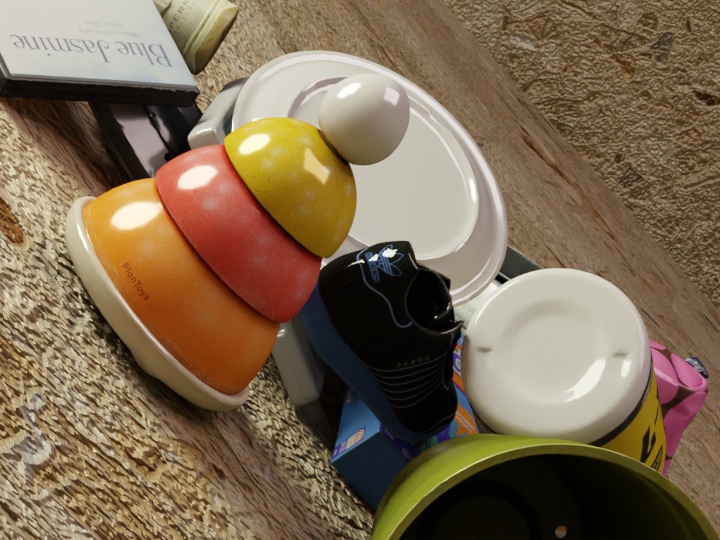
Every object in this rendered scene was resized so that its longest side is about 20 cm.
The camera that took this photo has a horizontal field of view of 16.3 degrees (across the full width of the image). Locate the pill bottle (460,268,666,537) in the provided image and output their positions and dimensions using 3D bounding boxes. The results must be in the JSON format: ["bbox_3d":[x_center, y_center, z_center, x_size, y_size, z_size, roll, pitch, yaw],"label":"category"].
[{"bbox_3d":[0.129,0.092,1.540,0.115,0.114,0.200,57,-6,29],"label":"pill bottle"}]

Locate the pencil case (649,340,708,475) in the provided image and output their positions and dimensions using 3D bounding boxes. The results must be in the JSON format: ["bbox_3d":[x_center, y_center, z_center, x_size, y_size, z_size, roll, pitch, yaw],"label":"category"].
[{"bbox_3d":[0.160,0.140,1.703,0.090,0.201,0.094,18,14,-33],"label":"pencil case"}]

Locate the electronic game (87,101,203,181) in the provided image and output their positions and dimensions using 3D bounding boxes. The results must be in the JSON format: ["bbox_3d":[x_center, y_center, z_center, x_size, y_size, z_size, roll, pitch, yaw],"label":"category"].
[{"bbox_3d":[-0.129,-0.081,1.627,0.201,0.041,0.200,56,10,-15],"label":"electronic game"}]

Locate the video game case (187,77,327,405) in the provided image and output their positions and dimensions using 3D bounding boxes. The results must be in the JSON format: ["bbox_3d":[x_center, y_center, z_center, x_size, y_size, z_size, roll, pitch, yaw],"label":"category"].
[{"bbox_3d":[-0.059,-0.024,1.636,0.200,0.022,0.183,-76,146,-77],"label":"video game case"}]

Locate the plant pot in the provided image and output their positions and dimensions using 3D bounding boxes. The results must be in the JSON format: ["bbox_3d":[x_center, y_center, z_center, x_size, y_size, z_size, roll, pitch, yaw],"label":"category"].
[{"bbox_3d":[0.082,0.170,1.351,0.201,0.200,0.193,48,0,-13],"label":"plant pot"}]

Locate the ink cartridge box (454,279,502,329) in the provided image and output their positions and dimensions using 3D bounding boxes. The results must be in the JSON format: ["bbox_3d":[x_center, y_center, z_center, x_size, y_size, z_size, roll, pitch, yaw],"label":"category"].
[{"bbox_3d":[0.116,0.045,1.836,0.198,0.044,0.200,37,1,35],"label":"ink cartridge box"}]

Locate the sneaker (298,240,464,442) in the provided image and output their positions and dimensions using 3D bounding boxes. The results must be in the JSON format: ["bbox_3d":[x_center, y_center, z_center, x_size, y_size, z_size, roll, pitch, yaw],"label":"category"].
[{"bbox_3d":[0.031,0.043,1.496,0.200,0.077,0.071,44,25,-60],"label":"sneaker"}]

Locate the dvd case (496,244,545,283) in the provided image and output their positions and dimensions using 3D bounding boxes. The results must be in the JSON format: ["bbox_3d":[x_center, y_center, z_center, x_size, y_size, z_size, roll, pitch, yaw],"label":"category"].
[{"bbox_3d":[0.111,-0.001,1.867,0.200,0.025,0.150,35,0,43],"label":"dvd case"}]

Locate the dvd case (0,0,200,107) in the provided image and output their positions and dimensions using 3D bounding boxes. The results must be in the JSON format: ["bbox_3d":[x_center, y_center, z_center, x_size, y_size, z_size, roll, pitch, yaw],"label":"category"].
[{"bbox_3d":[-0.196,-0.180,1.563,0.142,0.018,0.201,1,49,-40],"label":"dvd case"}]

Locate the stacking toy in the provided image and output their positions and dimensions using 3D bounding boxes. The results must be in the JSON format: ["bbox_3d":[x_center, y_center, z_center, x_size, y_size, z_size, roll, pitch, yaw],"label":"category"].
[{"bbox_3d":[-0.049,-0.032,1.384,0.146,0.200,0.146,49,12,-14],"label":"stacking toy"}]

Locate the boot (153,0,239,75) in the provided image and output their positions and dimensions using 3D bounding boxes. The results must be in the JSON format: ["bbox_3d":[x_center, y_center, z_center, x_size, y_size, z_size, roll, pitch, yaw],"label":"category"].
[{"bbox_3d":[-0.170,-0.196,1.745,0.154,0.072,0.200,33,-5,-11],"label":"boot"}]

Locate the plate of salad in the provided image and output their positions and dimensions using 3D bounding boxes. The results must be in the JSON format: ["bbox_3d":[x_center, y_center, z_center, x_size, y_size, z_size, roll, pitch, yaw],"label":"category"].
[{"bbox_3d":[0.004,-0.053,1.593,0.199,0.048,0.201,19,48,-22],"label":"plate of salad"}]

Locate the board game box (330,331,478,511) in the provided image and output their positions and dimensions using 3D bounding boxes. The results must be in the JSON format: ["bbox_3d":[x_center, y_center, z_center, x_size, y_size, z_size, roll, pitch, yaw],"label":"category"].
[{"bbox_3d":[0.054,0.112,1.645,0.152,0.045,0.200,47,24,-19],"label":"board game box"}]
